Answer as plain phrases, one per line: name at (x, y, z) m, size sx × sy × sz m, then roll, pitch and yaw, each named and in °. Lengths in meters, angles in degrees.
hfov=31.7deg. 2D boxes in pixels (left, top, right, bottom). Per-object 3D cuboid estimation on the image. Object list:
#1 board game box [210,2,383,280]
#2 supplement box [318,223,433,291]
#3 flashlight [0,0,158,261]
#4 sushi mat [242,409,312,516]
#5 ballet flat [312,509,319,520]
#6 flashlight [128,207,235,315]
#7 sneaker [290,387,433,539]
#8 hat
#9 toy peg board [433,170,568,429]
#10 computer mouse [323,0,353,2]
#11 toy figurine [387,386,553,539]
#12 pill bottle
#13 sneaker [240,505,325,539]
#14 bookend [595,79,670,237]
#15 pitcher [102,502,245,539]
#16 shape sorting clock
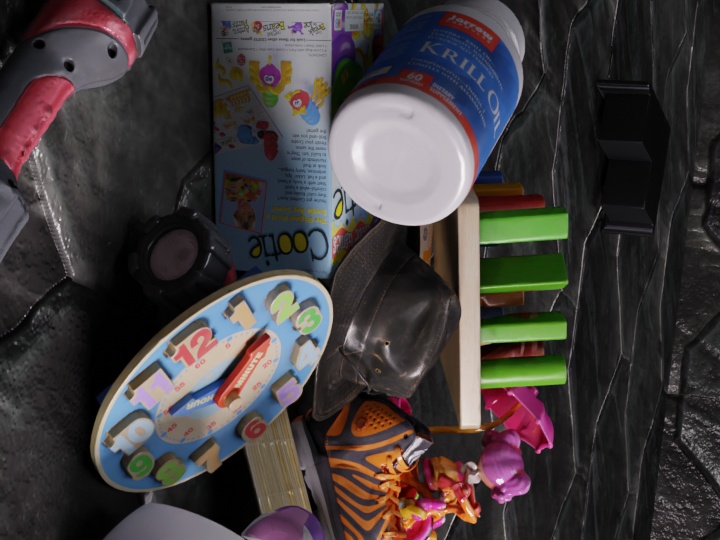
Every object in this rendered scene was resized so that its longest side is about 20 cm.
board game box at (-0.046, -0.105, 0.988) m, size 0.103 × 0.104 × 0.203 m, roll -24°, pitch 117°, yaw -64°
supplement box at (0.000, 0.000, 1.153) m, size 0.200 × 0.073 × 0.128 m, roll -9°, pitch 103°, yaw -66°
flashlight at (-0.183, -0.088, 0.724) m, size 0.068 × 0.067 × 0.202 m, roll 61°, pitch 39°, yaw -45°
sushi mat at (-0.064, 0.178, 1.028) m, size 0.095 × 0.012 × 0.203 m, roll 4°, pitch 70°, yaw -68°
ballet flat at (-0.017, 0.247, 1.192) m, size 0.200 × 0.069 × 0.070 m, roll 18°, pitch 78°, yaw -70°
flashlight at (-0.094, 0.025, 0.933) m, size 0.068 × 0.068 × 0.200 m, roll -45°, pitch 150°, yaw -1°
sneaker at (0.021, 0.191, 1.085) m, size 0.202 × 0.111 × 0.078 m, roll 64°, pitch 11°, yaw 18°
hat at (0.034, 0.044, 1.016) m, size 0.201 × 0.080 × 0.202 m, roll -53°, pitch 158°, yaw -33°
toy peg board at (0.122, 0.006, 1.133) m, size 0.199 × 0.096 × 0.203 m, roll -98°, pitch -174°, yaw -71°
computer mouse at (-0.023, -0.191, 1.068) m, size 0.043 × 0.110 × 0.202 m, roll -11°, pitch 117°, yaw -21°
toy figurine at (0.091, 0.173, 1.185) m, size 0.151 × 0.182 × 0.202 m, roll 58°, pitch 20°, yaw -53°
pill bottle at (0.060, -0.132, 0.960) m, size 0.201 × 0.111 × 0.113 m, roll -59°, pitch 146°, yaw -48°
sneaker at (-0.042, 0.254, 0.930) m, size 0.088 × 0.080 × 0.203 m, roll -26°, pitch 124°, yaw -46°
bookend at (0.440, -0.183, 2.107) m, size 0.199 × 0.091 × 0.203 m, roll 35°, pitch 64°, yaw -62°
pitcher at (-0.125, 0.273, 0.834) m, size 0.171 × 0.121 × 0.202 m, roll 35°, pitch 63°, yaw -29°
shape sorting clock at (-0.097, 0.080, 0.876) m, size 0.199 × 0.039 × 0.201 m, roll -30°, pitch 146°, yaw -23°
